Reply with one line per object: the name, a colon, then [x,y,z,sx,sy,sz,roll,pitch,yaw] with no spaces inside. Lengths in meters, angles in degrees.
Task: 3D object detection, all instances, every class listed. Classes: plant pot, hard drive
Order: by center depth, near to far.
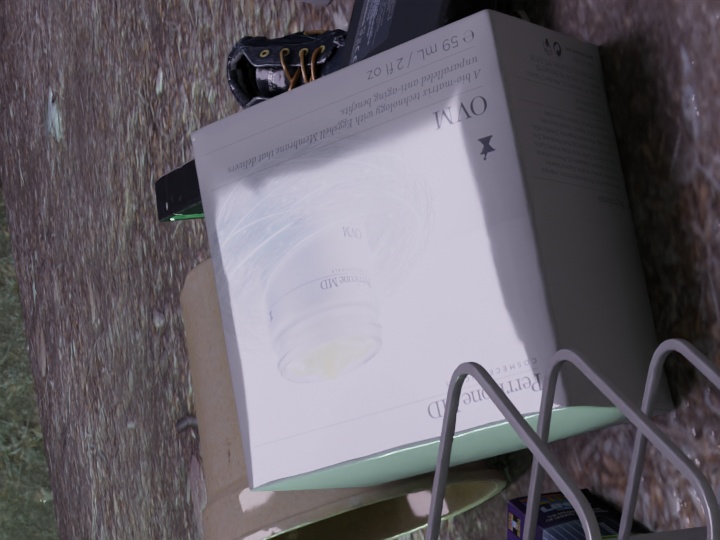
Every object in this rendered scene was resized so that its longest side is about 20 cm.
hard drive: [0.037,-0.170,1.072,0.200,0.033,0.141,157,127,-71]
plant pot: [-0.029,0.077,1.126,0.201,0.199,0.185,130,126,-64]
hard drive: [-0.063,-0.067,1.298,0.200,0.138,0.038,165,99,-71]

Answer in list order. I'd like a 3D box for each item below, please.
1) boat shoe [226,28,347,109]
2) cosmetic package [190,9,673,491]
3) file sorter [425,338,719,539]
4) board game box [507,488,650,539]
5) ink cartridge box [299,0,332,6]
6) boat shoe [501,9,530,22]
boat shoe: [-0.030,-0.133,1.254,0.200,0.090,0.072,-162,67,-69]
cosmetic package: [0.034,-0.002,0.933,0.198,0.122,0.202,-19,77,33]
file sorter: [0.136,0.103,0.687,0.139,0.198,0.126,-128,38,-56]
board game box: [0.134,0.238,0.948,0.165,0.056,0.202,-153,59,-66]
ink cartridge box: [-0.025,-0.284,1.164,0.200,0.083,0.146,138,139,-66]
boat shoe: [0.056,-0.075,1.076,0.201,0.056,0.067,109,149,-51]
